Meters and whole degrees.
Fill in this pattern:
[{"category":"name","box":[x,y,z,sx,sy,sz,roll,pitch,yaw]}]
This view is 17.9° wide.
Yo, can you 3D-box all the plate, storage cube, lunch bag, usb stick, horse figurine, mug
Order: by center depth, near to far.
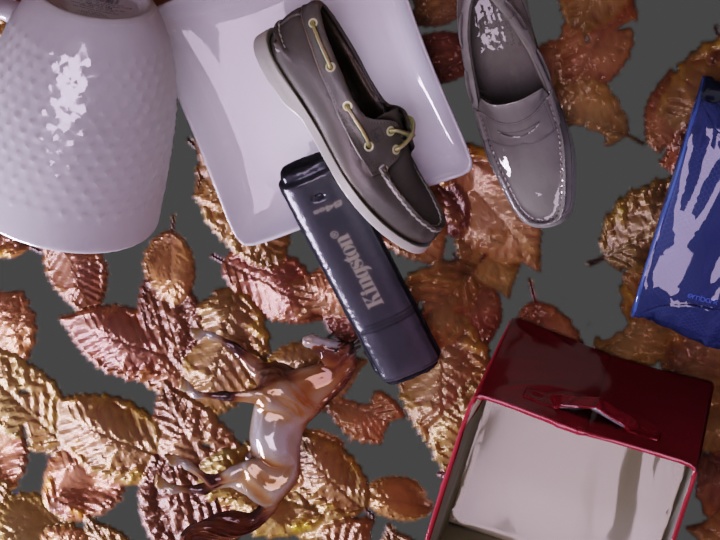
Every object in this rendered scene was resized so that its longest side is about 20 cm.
[{"category":"lunch bag","box":[0.284,-0.043,1.638,0.132,0.136,0.200,17,109,6]},{"category":"storage cube","box":[0.152,0.164,1.709,0.171,0.180,0.200,18,111,7]},{"category":"mug","box":[-0.233,-0.132,1.713,0.200,0.148,0.175,19,118,12]},{"category":"plate","box":[-0.037,-0.139,1.735,0.200,0.032,0.200,-19,103,17]},{"category":"usb stick","box":[0.000,0.000,1.749,0.055,0.033,0.200,-19,115,18]},{"category":"horse figurine","box":[-0.086,0.131,1.816,0.133,0.050,0.200,12,102,-9]}]

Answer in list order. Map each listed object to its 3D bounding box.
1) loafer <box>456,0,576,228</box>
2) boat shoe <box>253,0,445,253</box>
[{"category":"loafer","box":[0.111,-0.122,1.686,0.070,0.070,0.200,-15,103,17]},{"category":"boat shoe","box":[0.002,-0.105,1.683,0.060,0.072,0.202,-34,94,25]}]
